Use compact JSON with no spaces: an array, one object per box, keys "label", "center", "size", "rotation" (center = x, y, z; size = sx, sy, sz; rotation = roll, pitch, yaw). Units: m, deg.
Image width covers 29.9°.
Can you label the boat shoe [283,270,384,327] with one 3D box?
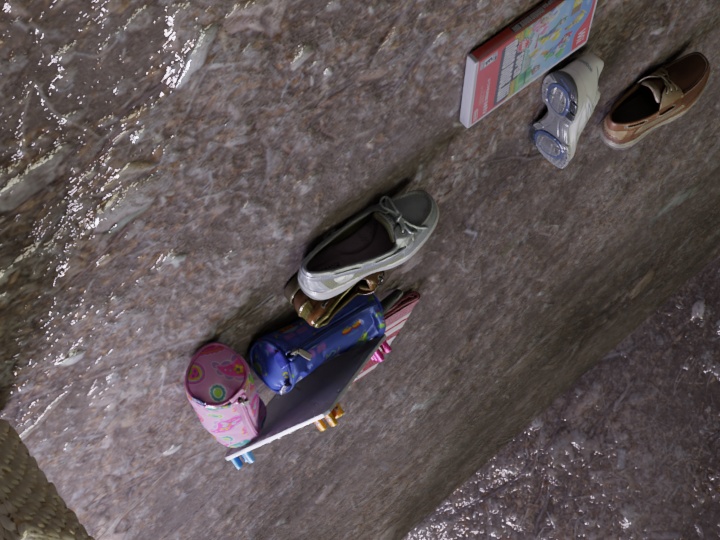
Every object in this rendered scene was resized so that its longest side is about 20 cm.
[{"label":"boat shoe","center":[0.000,0.000,1.701],"size":[0.199,0.068,0.072],"rotation":[-37,160,-14]}]

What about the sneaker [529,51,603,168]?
[{"label":"sneaker","center":[0.283,-0.209,1.796],"size":[0.087,0.075,0.201],"rotation":[-39,162,-22]}]

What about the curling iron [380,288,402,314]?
[{"label":"curling iron","center":[-0.003,0.070,1.897],"size":[0.199,0.050,0.026],"rotation":[-32,161,-40]}]

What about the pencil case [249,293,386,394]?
[{"label":"pencil case","center":[-0.052,0.089,1.776],"size":[0.199,0.079,0.087],"rotation":[-28,-179,-36]}]

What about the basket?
[{"label":"basket","center":[-0.386,0.247,1.297],"size":[0.161,0.198,0.200],"rotation":[-42,161,-4]}]

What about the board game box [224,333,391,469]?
[{"label":"board game box","center":[-0.068,0.177,1.818],"size":[0.199,0.026,0.200],"rotation":[-28,-167,36]}]

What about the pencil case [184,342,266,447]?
[{"label":"pencil case","center":[-0.168,0.162,1.704],"size":[0.087,0.088,0.200],"rotation":[-37,161,-12]}]

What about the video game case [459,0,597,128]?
[{"label":"video game case","center":[0.201,-0.263,1.598],"size":[0.199,0.017,0.143],"rotation":[-37,160,-15]}]

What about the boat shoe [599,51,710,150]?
[{"label":"boat shoe","center":[0.440,-0.257,1.993],"size":[0.199,0.076,0.072],"rotation":[-40,159,-8]}]

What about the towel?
[{"label":"towel","center":[0.006,0.118,2.045],"size":[0.143,0.023,0.201],"rotation":[-29,159,-38]}]

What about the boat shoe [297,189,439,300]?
[{"label":"boat shoe","center":[0.012,-0.037,1.642],"size":[0.200,0.075,0.065],"rotation":[-29,163,-13]}]
